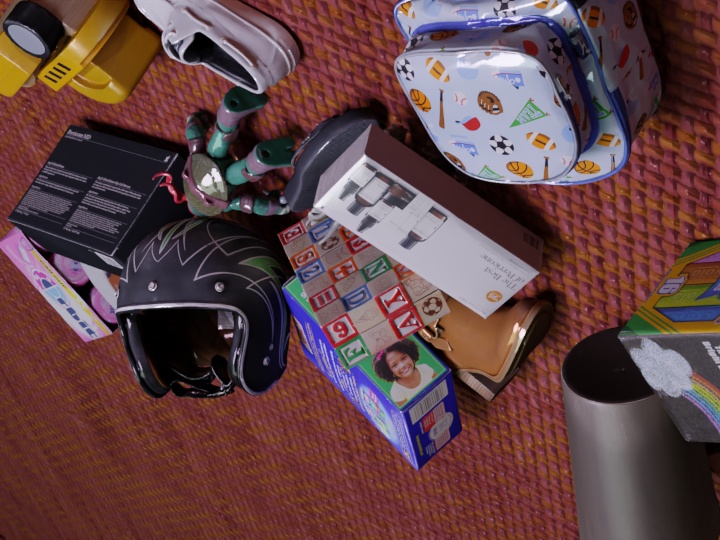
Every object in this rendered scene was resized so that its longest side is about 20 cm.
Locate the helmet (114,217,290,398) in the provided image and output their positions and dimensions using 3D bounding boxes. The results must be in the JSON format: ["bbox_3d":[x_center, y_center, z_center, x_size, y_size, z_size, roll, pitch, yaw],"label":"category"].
[{"bbox_3d":[-0.169,0.035,1.759,0.200,0.200,0.191,10,120,47],"label":"helmet"}]

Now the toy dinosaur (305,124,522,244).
[{"bbox_3d":[0.052,-0.073,1.523,0.199,0.077,0.102,8,147,-1],"label":"toy dinosaur"}]

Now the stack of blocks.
[{"bbox_3d":[0.000,0.000,1.595,0.059,0.115,0.200,60,180,-32],"label":"stack of blocks"}]

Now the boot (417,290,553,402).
[{"bbox_3d":[0.101,0.043,1.618,0.155,0.074,0.200,43,151,9],"label":"boot"}]

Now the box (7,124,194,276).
[{"bbox_3d":[-0.291,-0.078,1.879,0.200,0.141,0.079,18,162,41],"label":"box"}]

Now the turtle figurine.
[{"bbox_3d":[-0.138,-0.105,1.701,0.150,0.101,0.200,43,148,-1],"label":"turtle figurine"}]

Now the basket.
[{"bbox_3d":[0.256,0.162,1.505,0.135,0.181,0.201,-4,124,17],"label":"basket"}]

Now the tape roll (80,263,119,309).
[{"bbox_3d":[-0.267,0.005,2.064,0.200,0.066,0.201,33,151,21],"label":"tape roll"}]

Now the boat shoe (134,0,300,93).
[{"bbox_3d":[-0.152,-0.227,1.563,0.200,0.069,0.072,32,152,19],"label":"boat shoe"}]

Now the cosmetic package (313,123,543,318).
[{"bbox_3d":[0.063,-0.041,1.465,0.200,0.051,0.083,32,131,-18],"label":"cosmetic package"}]

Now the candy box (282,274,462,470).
[{"bbox_3d":[0.014,0.096,1.742,0.200,0.077,0.169,44,166,25],"label":"candy box"}]

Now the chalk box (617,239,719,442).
[{"bbox_3d":[0.329,0.054,1.266,0.200,0.124,0.125,-4,127,54],"label":"chalk box"}]

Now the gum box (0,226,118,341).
[{"bbox_3d":[-0.405,0.000,2.241,0.200,0.066,0.113,50,153,-13],"label":"gum box"}]

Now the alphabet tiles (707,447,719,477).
[{"bbox_3d":[0.403,0.187,1.480,0.196,0.015,0.200,47,153,-6],"label":"alphabet tiles"}]

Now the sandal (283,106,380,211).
[{"bbox_3d":[-0.039,-0.112,1.583,0.043,0.076,0.200,66,155,12],"label":"sandal"}]

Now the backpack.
[{"bbox_3d":[0.132,-0.149,1.218,0.200,0.154,0.191,8,148,44],"label":"backpack"}]

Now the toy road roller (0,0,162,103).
[{"bbox_3d":[-0.300,-0.237,1.698,0.146,0.123,0.200,38,155,-17],"label":"toy road roller"}]
